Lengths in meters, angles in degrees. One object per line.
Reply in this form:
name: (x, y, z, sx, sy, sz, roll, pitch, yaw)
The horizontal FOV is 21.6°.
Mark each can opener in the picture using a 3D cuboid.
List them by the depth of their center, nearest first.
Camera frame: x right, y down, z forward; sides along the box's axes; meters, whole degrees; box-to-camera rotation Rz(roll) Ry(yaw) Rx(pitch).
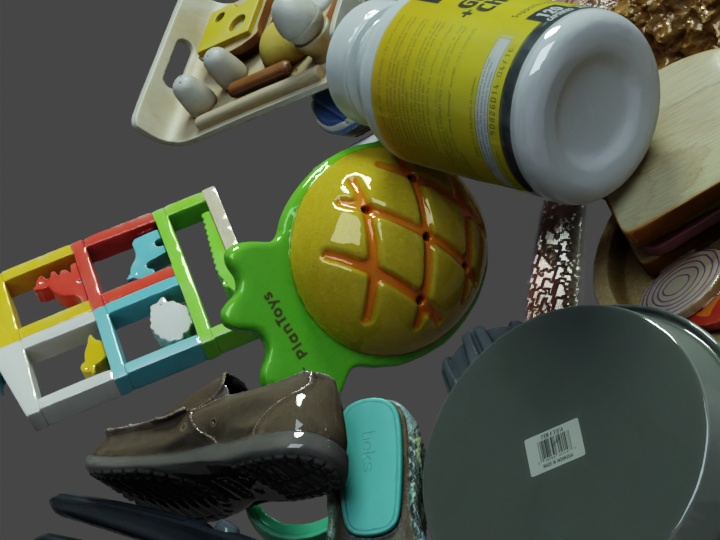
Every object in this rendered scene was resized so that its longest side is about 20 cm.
can opener: (-0.111, 0.167, 1.108, 0.200, 0.079, 0.063, 15, 65, 37)

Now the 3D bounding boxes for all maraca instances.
maraca: (0.000, 0.000, 1.166, 0.200, 0.137, 0.107, -36, 5, -32)

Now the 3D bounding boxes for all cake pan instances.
cake pan: (0.114, 0.104, 1.011, 0.200, 0.037, 0.200, -19, 55, 29)

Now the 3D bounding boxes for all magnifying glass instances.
magnifying glass: (-0.030, 0.084, 1.177, 0.080, 0.022, 0.200, -6, 50, 12)

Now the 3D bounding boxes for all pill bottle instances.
pill bottle: (0.071, -0.110, 1.114, 0.112, 0.112, 0.200, -45, 37, -21)

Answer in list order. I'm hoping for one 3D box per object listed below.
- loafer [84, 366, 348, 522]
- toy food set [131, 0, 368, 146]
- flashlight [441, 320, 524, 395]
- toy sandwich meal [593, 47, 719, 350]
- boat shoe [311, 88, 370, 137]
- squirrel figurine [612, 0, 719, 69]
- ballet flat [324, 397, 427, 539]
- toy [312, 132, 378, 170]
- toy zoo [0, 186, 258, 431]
loafer: (-0.079, 0.101, 1.114, 0.200, 0.073, 0.071, -10, 52, 38)
toy food set: (-0.071, -0.180, 1.340, 0.200, 0.060, 0.144, -18, 43, 37)
flashlight: (0.107, 0.118, 1.075, 0.068, 0.068, 0.200, -50, 39, 25)
toy sandwich meal: (0.204, -0.044, 1.072, 0.205, 0.070, 0.205, -27, 36, 21)
boat shoe: (0.051, -0.164, 1.318, 0.200, 0.072, 0.072, -47, 50, 1)
squirrel figurine: (0.227, -0.204, 1.241, 0.187, 0.142, 0.200, 18, 79, -3)
ballet flat: (0.011, 0.170, 1.066, 0.074, 0.074, 0.200, -1, 56, 15)
toy: (0.069, -0.100, 1.265, 0.200, 0.115, 0.047, -31, 95, -5)
toy zoo: (-0.170, 0.029, 1.262, 0.200, 0.020, 0.131, -22, 49, -3)
